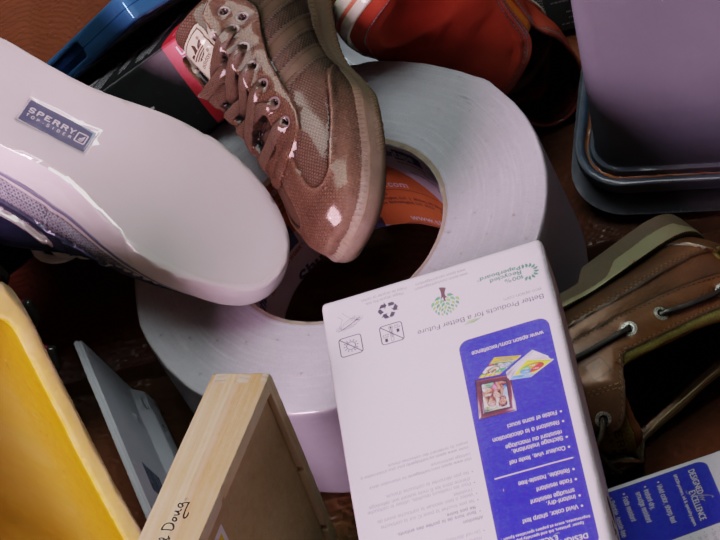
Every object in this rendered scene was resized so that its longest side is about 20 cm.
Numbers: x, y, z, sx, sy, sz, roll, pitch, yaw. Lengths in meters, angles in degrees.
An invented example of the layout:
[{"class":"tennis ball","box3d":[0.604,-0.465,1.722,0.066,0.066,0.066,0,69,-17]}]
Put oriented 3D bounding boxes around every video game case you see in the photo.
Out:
[{"class":"video game case","box3d":[-0.110,-0.128,1.442,0.143,0.018,0.200,-36,2,-34]}]

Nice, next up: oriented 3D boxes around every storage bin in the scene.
[{"class":"storage bin","box3d":[0.165,-0.146,1.334,0.145,0.134,0.200,-2,52,16]}]

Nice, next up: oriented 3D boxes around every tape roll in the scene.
[{"class":"tape roll","box3d":[0.000,0.000,1.281,0.200,0.066,0.201,-12,50,15]}]

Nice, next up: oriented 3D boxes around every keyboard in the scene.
[{"class":"keyboard","box3d":[-0.087,0.099,1.239,0.011,0.056,0.200,-43,36,9]}]

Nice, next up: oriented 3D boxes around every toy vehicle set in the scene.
[{"class":"toy vehicle set","box3d":[-0.057,0.152,1.099,0.026,0.124,0.200,-2,40,22]}]

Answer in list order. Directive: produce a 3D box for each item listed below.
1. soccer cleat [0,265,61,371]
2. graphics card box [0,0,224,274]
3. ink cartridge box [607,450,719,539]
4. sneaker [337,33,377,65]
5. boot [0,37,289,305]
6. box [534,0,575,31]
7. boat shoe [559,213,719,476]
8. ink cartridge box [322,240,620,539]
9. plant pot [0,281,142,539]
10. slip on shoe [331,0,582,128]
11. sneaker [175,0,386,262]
[{"class":"soccer cleat","box3d":[-0.206,0.018,1.288,0.086,0.200,0.070,-14,27,25]},{"class":"graphics card box","box3d":[-0.131,-0.063,1.386,0.200,0.051,0.125,-34,10,16]},{"class":"ink cartridge box","box3d":[0.090,0.131,1.109,0.200,0.037,0.095,-21,33,3]},{"class":"sneaker","box3d":[-0.034,-0.085,1.435,0.071,0.073,0.200,-38,40,-27]},{"class":"boot","box3d":[-0.122,-0.033,1.280,0.200,0.090,0.073,33,60,10]},{"class":"box","box3d":[0.115,-0.201,1.539,0.200,0.048,0.193,-14,39,8]},{"class":"boat shoe","box3d":[0.092,0.054,1.198,0.200,0.072,0.068,-42,53,-16]},{"class":"ink cartridge box","box3d":[0.046,0.083,1.114,0.099,0.039,0.200,-16,47,8]},{"class":"plant pot","box3d":[-0.224,0.110,1.186,0.194,0.196,0.200,-35,28,-19]},{"class":"slip on shoe","box3d":[0.052,-0.113,1.352,0.061,0.200,0.074,44,101,28]},{"class":"sneaker","box3d":[-0.045,-0.084,1.255,0.075,0.071,0.200,4,46,-23]}]
